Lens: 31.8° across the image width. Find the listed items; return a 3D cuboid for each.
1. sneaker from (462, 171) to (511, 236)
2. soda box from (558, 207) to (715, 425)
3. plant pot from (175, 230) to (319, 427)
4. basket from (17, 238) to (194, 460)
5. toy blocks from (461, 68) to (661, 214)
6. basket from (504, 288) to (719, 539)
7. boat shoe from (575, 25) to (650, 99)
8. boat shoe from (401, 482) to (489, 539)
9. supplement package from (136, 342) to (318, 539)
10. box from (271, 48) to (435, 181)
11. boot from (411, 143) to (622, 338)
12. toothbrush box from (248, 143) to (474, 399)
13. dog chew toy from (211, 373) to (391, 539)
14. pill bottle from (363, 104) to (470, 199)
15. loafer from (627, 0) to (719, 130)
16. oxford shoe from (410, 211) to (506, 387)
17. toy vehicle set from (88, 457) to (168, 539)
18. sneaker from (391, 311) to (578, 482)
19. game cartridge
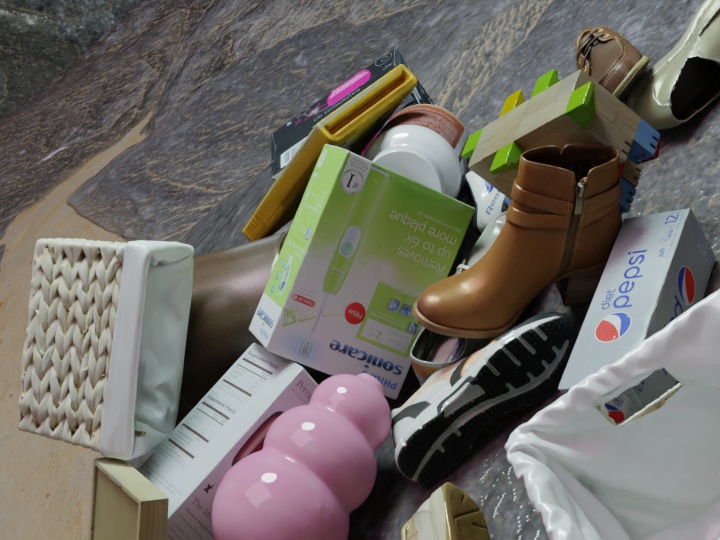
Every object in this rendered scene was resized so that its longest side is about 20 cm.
[{"bbox_3d":[0.170,-0.107,1.335,0.114,0.081,0.200,0,48,46],"label":"sneaker"},{"bbox_3d":[0.234,0.042,1.058,0.068,0.064,0.201,-9,40,40],"label":"soda box"},{"bbox_3d":[-0.137,0.060,1.353,0.196,0.201,0.201,-20,33,18],"label":"plant pot"},{"bbox_3d":[-0.245,0.067,1.218,0.121,0.203,0.135,6,2,12],"label":"basket"},{"bbox_3d":[0.200,-0.101,1.175,0.199,0.136,0.101,-27,34,57],"label":"toy blocks"},{"bbox_3d":[0.230,0.153,0.800,0.197,0.161,0.201,-35,29,6],"label":"basket"},{"bbox_3d":[0.258,-0.220,1.346,0.072,0.067,0.200,-50,5,17],"label":"boat shoe"},{"bbox_3d":[0.063,0.255,0.956,0.069,0.074,0.201,-39,25,25],"label":"boat shoe"},{"bbox_3d":[-0.114,0.187,1.206,0.200,0.114,0.109,-48,30,-14],"label":"supplement package"},{"bbox_3d":[0.000,-0.154,1.568,0.199,0.115,0.133,-33,28,15],"label":"box"},{"bbox_3d":[0.139,-0.027,1.105,0.197,0.157,0.077,-9,40,-10],"label":"boot"},{"bbox_3d":[0.000,0.000,1.224,0.202,0.144,0.086,-66,20,4],"label":"toothbrush box"},{"bbox_3d":[-0.042,0.178,1.116,0.124,0.125,0.201,7,55,53],"label":"dog chew toy"},{"bbox_3d":[0.059,-0.110,1.379,0.111,0.113,0.200,-29,10,17],"label":"pill bottle"},{"bbox_3d":[0.359,-0.215,1.283,0.200,0.076,0.068,-49,30,0],"label":"loafer"},{"bbox_3d":[0.108,0.026,1.200,0.075,0.058,0.202,15,68,41],"label":"oxford shoe"},{"bbox_3d":[-0.214,0.283,1.139,0.124,0.026,0.203,20,107,58],"label":"toy vehicle set"},{"bbox_3d":[0.103,0.098,1.124,0.199,0.074,0.080,-37,26,4],"label":"sneaker"},{"bbox_3d":[-0.035,-0.122,1.378,0.176,0.032,0.200,-42,-7,-45],"label":"game cartridge"}]
